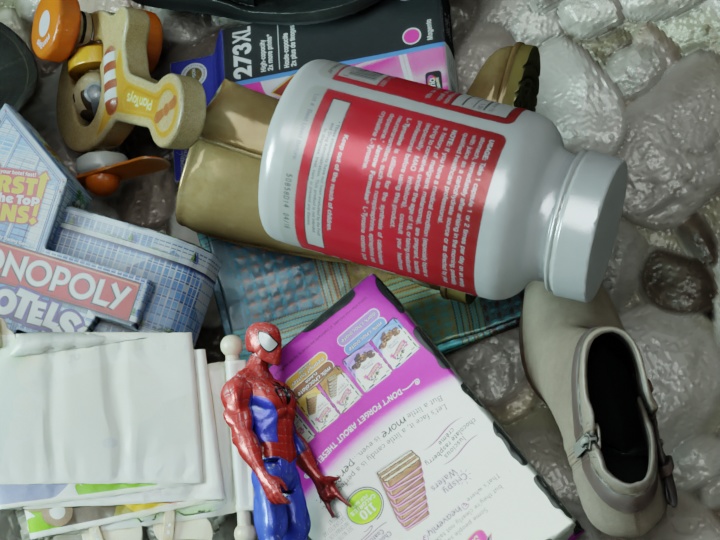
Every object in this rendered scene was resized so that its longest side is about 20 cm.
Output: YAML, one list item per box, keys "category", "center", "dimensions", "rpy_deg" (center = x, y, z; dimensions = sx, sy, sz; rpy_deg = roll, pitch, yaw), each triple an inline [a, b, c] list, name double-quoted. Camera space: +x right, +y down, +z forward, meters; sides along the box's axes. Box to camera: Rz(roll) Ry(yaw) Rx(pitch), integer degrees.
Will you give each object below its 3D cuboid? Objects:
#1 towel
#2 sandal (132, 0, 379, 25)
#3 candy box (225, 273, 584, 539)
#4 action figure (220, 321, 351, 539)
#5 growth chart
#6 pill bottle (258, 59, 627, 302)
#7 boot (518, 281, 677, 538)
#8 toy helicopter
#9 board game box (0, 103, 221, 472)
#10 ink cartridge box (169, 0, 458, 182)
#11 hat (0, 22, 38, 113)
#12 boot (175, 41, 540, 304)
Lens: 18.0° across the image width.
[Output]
- category: "towel"
  center: [0.000, 0.000, 1.462]
  dimensions: [0.199, 0.022, 0.147]
  rpy_deg: [-20, 69, 8]
- category: "sandal"
  center: [-0.072, -0.203, 1.513]
  dimensions: [0.199, 0.048, 0.076]
  rpy_deg: [5, 46, 20]
- category: "candy box"
  center: [0.022, 0.123, 1.384]
  dimensions: [0.136, 0.061, 0.200]
  rpy_deg: [-39, 73, 2]
- category: "action figure"
  center: [-0.046, 0.129, 1.335]
  dimensions: [0.051, 0.065, 0.201]
  rpy_deg: [-17, 76, 32]
- category: "growth chart"
  center: [-0.158, 0.099, 1.364]
  dimensions: [0.198, 0.018, 0.146]
  rpy_deg: [4, 91, -2]
- category: "pill bottle"
  center: [0.049, -0.048, 1.325]
  dimensions: [0.199, 0.112, 0.113]
  rpy_deg: [16, 77, 15]
- category: "boot"
  center: [0.140, 0.061, 1.334]
  dimensions: [0.070, 0.146, 0.201]
  rpy_deg: [-15, 72, -2]
- category: "toy helicopter"
  center: [-0.154, -0.103, 1.471]
  dimensions: [0.200, 0.078, 0.133]
  rpy_deg: [22, 100, 59]
- category: "board game box"
  center: [-0.198, 0.008, 1.417]
  dimensions: [0.199, 0.062, 0.201]
  rpy_deg: [15, 81, 12]
- category: "ink cartridge box"
  center: [-0.035, -0.123, 1.499]
  dimensions: [0.199, 0.037, 0.095]
  rpy_deg: [-11, 63, 13]
- category: "hat"
  center: [-0.291, -0.085, 1.521]
  dimensions: [0.199, 0.081, 0.201]
  rpy_deg: [-14, 37, 11]
- category: "boot"
  center: [-0.002, -0.083, 1.425]
  dimensions: [0.199, 0.066, 0.176]
  rpy_deg: [18, 90, 14]
